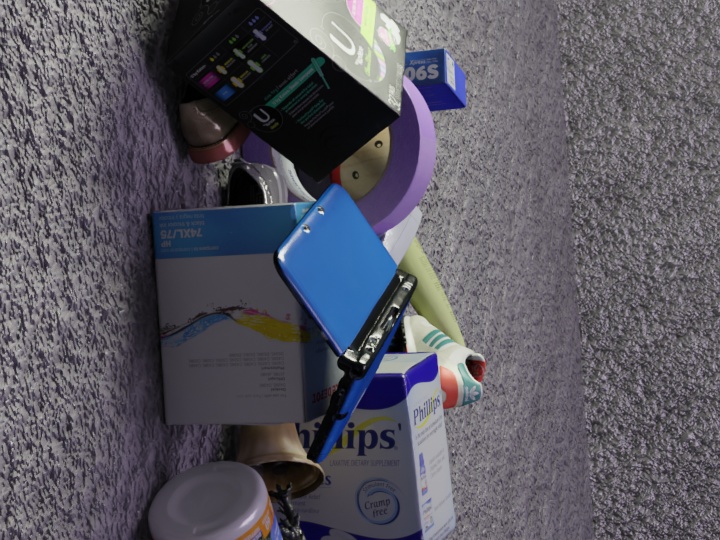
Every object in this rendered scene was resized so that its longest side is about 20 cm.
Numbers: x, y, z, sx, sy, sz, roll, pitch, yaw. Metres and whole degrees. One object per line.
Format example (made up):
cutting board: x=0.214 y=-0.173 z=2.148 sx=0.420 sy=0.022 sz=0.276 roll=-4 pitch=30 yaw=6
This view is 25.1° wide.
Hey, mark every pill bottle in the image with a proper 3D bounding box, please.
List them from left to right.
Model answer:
pill bottle: x=-0.117 y=0.285 z=1.489 sx=0.112 sy=0.111 sz=0.201 roll=-69 pitch=150 yaw=-53

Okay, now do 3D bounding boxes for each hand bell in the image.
hand bell: x=-0.099 y=0.126 z=1.662 sx=0.104 sy=0.103 sz=0.201 roll=57 pitch=22 yaw=-58

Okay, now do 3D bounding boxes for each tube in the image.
tube: x=0.079 y=0.031 z=1.956 sx=0.058 sy=0.052 sz=0.201 roll=-26 pitch=83 yaw=-50

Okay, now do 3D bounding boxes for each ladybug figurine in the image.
ladybug figurine: x=0.012 y=-0.128 z=1.831 sx=0.136 sy=0.072 sz=0.200 roll=-55 pitch=-170 yaw=4

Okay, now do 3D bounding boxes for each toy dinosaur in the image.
toy dinosaur: x=-0.066 y=0.263 z=1.555 sx=0.200 sy=0.047 sz=0.089 roll=33 pitch=-42 yaw=55

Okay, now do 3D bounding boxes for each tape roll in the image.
tape roll: x=-0.023 y=-0.132 z=1.717 sx=0.066 sy=0.198 sz=0.202 roll=5 pitch=82 yaw=-73

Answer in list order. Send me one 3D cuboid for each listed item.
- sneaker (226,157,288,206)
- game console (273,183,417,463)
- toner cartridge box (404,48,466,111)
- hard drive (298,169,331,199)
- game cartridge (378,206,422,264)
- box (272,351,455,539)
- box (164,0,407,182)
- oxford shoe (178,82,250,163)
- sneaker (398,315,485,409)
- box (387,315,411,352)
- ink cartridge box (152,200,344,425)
sneaker: x=-0.112 y=-0.019 z=1.647 sx=0.082 sy=0.074 sz=0.202 roll=32 pitch=45 yaw=-62
game console: x=-0.030 y=0.045 z=1.476 sx=0.172 sy=0.118 sz=0.200 roll=-65 pitch=175 yaw=28
toner cartridge box: x=0.014 y=-0.209 z=1.849 sx=0.095 sy=0.198 sz=0.044 roll=36 pitch=52 yaw=-68
hard drive: x=-0.035 y=-0.067 z=1.928 sx=0.135 sy=0.042 sz=0.202 roll=10 pitch=78 yaw=-72
game cartridge: x=0.000 y=0.000 z=1.779 sx=0.040 sy=0.133 sz=0.200 roll=46 pitch=36 yaw=-12
box: x=-0.007 y=0.196 z=1.731 sx=0.105 sy=0.183 sz=0.202 roll=-24 pitch=109 yaw=-64
box: x=-0.068 y=-0.215 z=1.554 sx=0.200 sy=0.124 sz=0.149 roll=36 pitch=35 yaw=-25
oxford shoe: x=-0.129 y=-0.191 z=1.610 sx=0.201 sy=0.070 sz=0.075 roll=-73 pitch=148 yaw=-50
sneaker: x=0.092 y=0.108 z=1.844 sx=0.200 sy=0.093 sz=0.071 roll=-99 pitch=-167 yaw=-72
box: x=0.025 y=0.152 z=1.965 sx=0.200 sy=0.049 sz=0.200 roll=24 pitch=76 yaw=-73
ink cartridge box: x=-0.098 y=0.038 z=1.533 sx=0.147 sy=0.145 sz=0.202 roll=-11 pitch=98 yaw=-72
